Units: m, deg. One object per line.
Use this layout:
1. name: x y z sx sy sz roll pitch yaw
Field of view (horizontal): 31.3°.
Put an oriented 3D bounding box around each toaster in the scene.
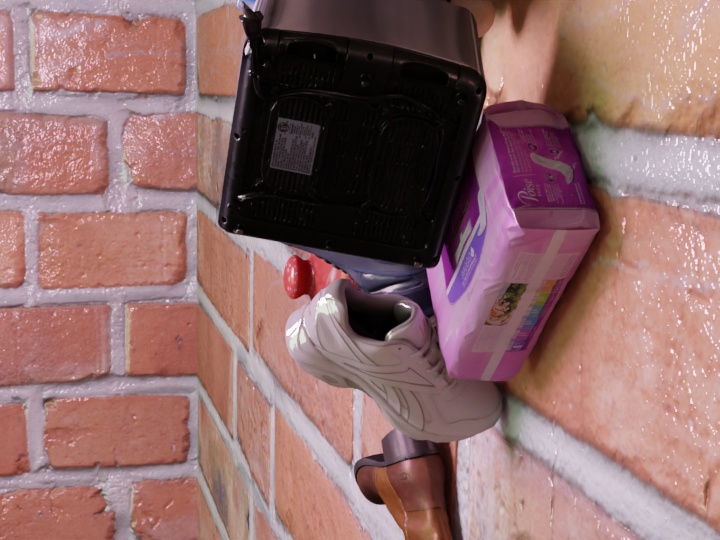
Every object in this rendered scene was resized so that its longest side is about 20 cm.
1. toaster: -0.008 -0.118 0.957 0.119 0.178 0.202 -88 9 -52

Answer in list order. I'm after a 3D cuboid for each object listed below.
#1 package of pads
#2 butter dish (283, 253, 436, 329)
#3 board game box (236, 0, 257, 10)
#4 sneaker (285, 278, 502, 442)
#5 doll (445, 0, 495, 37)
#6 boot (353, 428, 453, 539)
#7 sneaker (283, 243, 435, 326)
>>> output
1. package of pads: 0.109 -0.018 0.977 0.201 0.075 0.122 108 156 -51
2. butter dish: -0.005 0.006 1.282 0.200 0.146 0.203 -120 33 -61
3. board game box: -0.056 -0.337 1.277 0.200 0.026 0.202 -20 -49 -80
4. sneaker: 0.040 0.073 1.054 0.100 0.198 0.079 -49 20 47
5. doll: 0.077 -0.271 1.089 0.136 0.048 0.202 -40 41 31
6. boot: 0.059 0.272 1.274 0.188 0.068 0.203 129 131 -57
7. sneaker: -0.001 0.001 1.155 0.201 0.077 0.148 6 127 52
